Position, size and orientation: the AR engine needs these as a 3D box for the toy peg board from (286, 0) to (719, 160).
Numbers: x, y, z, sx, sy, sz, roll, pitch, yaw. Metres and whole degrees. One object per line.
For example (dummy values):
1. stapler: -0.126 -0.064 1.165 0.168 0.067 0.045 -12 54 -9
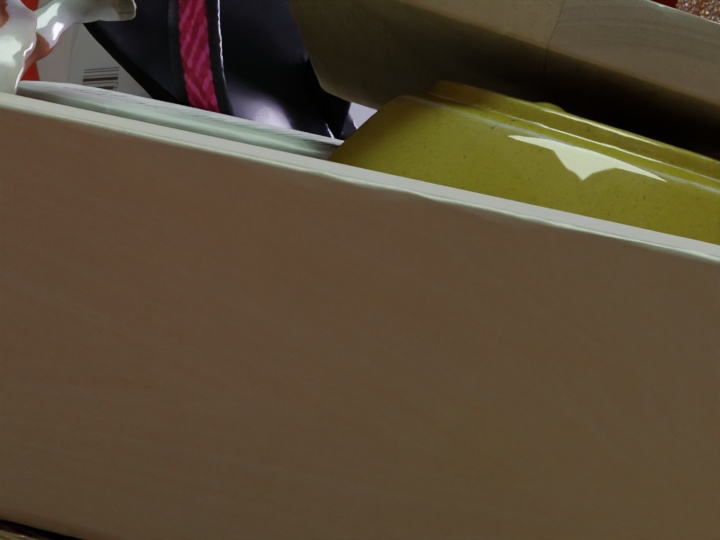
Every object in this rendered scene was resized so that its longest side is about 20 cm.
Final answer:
1. toy peg board: 0.092 -0.075 0.769 0.198 0.098 0.200 18 -4 4

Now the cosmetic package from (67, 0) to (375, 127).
1. cosmetic package: -0.003 -0.033 1.060 0.199 0.114 0.081 7 -1 -28

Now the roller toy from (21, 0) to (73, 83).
1. roller toy: -0.072 -0.100 1.328 0.199 0.184 0.140 12 3 9

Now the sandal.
1. sandal: -0.032 -0.064 0.970 0.075 0.201 0.045 -38 16 -26

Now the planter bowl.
1. planter bowl: 0.049 0.007 0.708 0.199 0.084 0.200 18 2 -1

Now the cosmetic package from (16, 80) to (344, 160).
1. cosmetic package: 0.000 0.000 0.884 0.199 0.074 0.103 12 4 14

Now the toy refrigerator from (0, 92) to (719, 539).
1. toy refrigerator: -0.018 0.016 0.570 0.199 0.076 0.070 12 4 15

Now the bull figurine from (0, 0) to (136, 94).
1. bull figurine: -0.131 -0.072 0.843 0.121 0.065 0.200 -29 44 -22
